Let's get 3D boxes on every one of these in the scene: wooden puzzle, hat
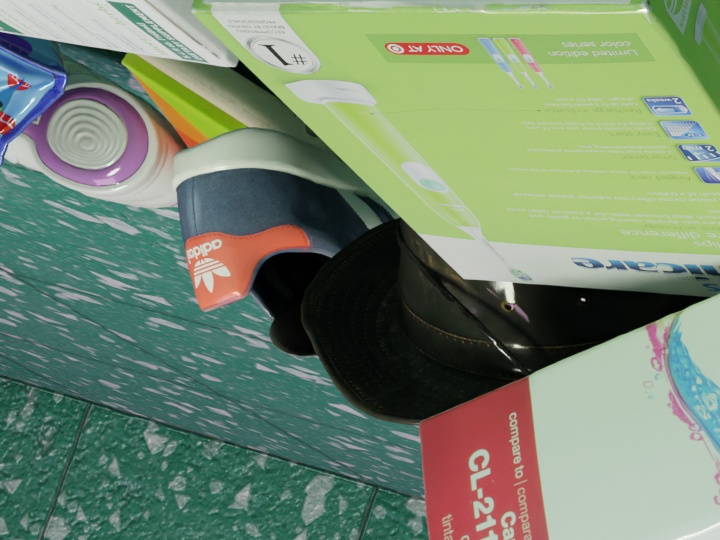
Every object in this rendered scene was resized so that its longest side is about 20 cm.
[{"bbox_3d":[-0.043,-0.053,1.119,0.185,0.037,0.200,34,174,31],"label":"wooden puzzle"},{"bbox_3d":[0.076,-0.012,0.845,0.200,0.081,0.201,0,-151,0],"label":"hat"}]

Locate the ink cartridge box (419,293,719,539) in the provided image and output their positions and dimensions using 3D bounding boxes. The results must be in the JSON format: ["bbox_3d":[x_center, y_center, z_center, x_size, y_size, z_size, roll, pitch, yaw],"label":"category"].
[{"bbox_3d":[0.142,0.075,0.728,0.200,0.083,0.146,-25,140,29],"label":"ink cartridge box"}]

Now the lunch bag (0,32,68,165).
[{"bbox_3d":[-0.247,-0.130,1.032,0.200,0.094,0.151,33,-167,-23],"label":"lunch bag"}]

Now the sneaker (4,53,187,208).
[{"bbox_3d":[-0.173,-0.082,1.211,0.200,0.075,0.100,31,-178,29],"label":"sneaker"}]

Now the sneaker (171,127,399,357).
[{"bbox_3d":[0.000,0.000,0.975,0.200,0.085,0.075,11,159,-39],"label":"sneaker"}]

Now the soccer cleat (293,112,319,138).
[{"bbox_3d":[0.001,-0.100,0.854,0.067,0.081,0.200,18,169,5],"label":"soccer cleat"}]

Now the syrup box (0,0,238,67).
[{"bbox_3d":[-0.136,-0.142,0.880,0.200,0.082,0.079,11,166,32],"label":"syrup box"}]

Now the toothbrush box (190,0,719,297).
[{"bbox_3d":[0.064,-0.068,0.688,0.145,0.086,0.200,4,157,31],"label":"toothbrush box"}]

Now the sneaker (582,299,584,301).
[{"bbox_3d":[0.122,-0.008,1.079,0.200,0.075,0.089,29,142,-3],"label":"sneaker"}]
